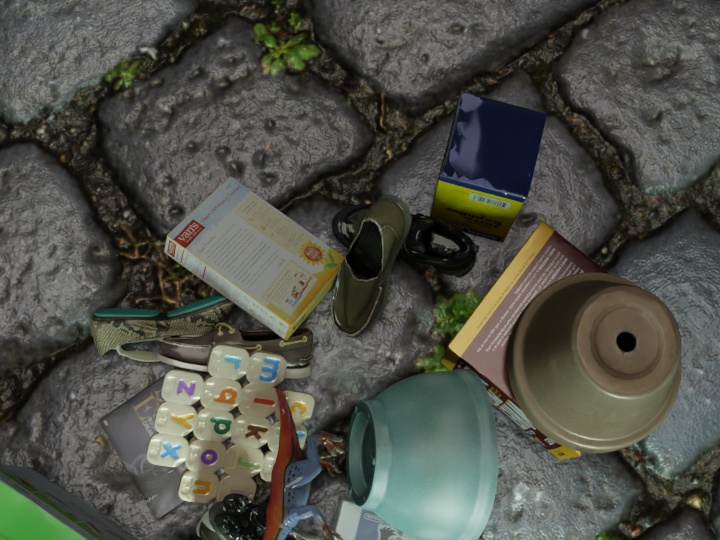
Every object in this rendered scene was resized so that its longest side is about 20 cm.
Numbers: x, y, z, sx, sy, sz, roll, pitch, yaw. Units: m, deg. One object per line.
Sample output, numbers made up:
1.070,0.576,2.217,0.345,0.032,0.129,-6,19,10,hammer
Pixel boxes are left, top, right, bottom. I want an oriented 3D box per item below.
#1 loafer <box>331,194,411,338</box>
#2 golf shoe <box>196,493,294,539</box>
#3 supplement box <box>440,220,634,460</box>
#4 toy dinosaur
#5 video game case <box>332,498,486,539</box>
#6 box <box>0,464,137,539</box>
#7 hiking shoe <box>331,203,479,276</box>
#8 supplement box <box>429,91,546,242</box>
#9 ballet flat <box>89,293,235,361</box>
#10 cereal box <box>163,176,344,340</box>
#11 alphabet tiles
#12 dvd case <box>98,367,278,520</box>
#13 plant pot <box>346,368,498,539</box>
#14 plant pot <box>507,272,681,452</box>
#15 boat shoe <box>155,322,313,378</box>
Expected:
0.000,0.000,1.211,0.074,0.069,0.203,30,120,23,loafer
-0.119,0.359,1.183,0.201,0.094,0.078,52,40,-9,golf shoe
0.236,0.091,1.201,0.199,0.133,0.198,38,80,8,supplement box
-0.091,0.278,1.141,0.199,0.106,0.181,41,53,12,toy dinosaur
0.045,0.393,1.170,0.196,0.023,0.186,18,78,-10,video game case
-0.367,0.316,1.133,0.198,0.177,0.098,31,79,7,box
0.059,-0.051,1.249,0.196,0.101,0.077,12,77,3,hiking shoe
0.154,-0.124,1.214,0.107,0.200,0.111,15,77,4,supplement box
-0.250,0.078,1.250,0.195,0.068,0.077,-8,99,4,ballet flat
-0.133,-0.019,1.244,0.198,0.040,0.144,35,49,8,cereal box
-0.159,0.192,1.190,0.192,0.015,0.204,12,99,-20,alphabet tiles
-0.215,0.198,1.240,0.198,0.016,0.150,-34,79,-7,dvd case
0.060,0.214,1.123,0.131,0.200,0.205,4,77,-17,plant pot
0.265,0.092,1.044,0.195,0.175,0.205,0,79,1,plant pot
-0.155,0.095,1.211,0.196,0.072,0.061,6,99,-16,boat shoe
